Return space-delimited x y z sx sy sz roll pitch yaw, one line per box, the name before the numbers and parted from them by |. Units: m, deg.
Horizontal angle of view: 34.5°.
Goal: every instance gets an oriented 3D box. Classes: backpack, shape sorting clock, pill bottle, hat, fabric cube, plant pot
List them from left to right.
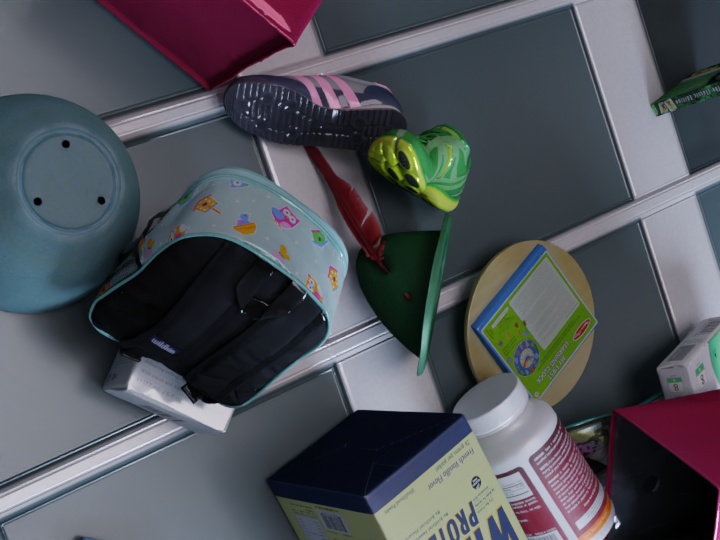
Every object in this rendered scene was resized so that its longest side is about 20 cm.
plant pot | -0.277 -0.068 1.021 0.198 0.134 0.202 4 82 -31
fabric cube | -0.130 -0.326 1.095 0.196 0.199 0.200 39 67 -23
backpack | -0.107 0.006 0.988 0.175 0.200 0.154 38 51 -17
hat | 0.000 0.000 1.237 0.174 0.166 0.201 10 57 6
shape sorting clock | 0.199 0.065 1.356 0.198 0.039 0.202 1 89 -31
pill bottle | 0.190 0.218 1.290 0.113 0.113 0.201 -41 106 -28
fabric cube | 0.411 0.266 1.304 0.197 0.196 0.202 -7 111 -22

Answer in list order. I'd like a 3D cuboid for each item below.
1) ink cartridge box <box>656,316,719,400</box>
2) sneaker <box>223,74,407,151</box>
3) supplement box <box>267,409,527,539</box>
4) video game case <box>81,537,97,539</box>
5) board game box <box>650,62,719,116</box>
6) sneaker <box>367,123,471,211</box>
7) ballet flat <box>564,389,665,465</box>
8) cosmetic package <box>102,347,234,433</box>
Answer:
ink cartridge box | 0.446 0.180 1.458 0.161 0.050 0.202 -31 104 -48
sneaker | -0.052 -0.177 1.224 0.198 0.071 0.082 9 38 -21
supplement box | 0.045 0.259 1.144 0.134 0.199 0.201 -34 103 -29
video game case | -0.212 0.361 1.059 0.142 0.018 0.202 16 76 -12
board game box | 0.473 -0.248 1.469 0.105 0.199 0.024 -38 102 -28
sneaker | 0.067 -0.123 1.230 0.084 0.074 0.200 -62 160 2
ballet flat | 0.322 0.199 1.398 0.199 0.069 0.072 -13 71 -35
cosmetic package | -0.153 0.045 1.116 0.112 0.081 0.202 27 72 -24
